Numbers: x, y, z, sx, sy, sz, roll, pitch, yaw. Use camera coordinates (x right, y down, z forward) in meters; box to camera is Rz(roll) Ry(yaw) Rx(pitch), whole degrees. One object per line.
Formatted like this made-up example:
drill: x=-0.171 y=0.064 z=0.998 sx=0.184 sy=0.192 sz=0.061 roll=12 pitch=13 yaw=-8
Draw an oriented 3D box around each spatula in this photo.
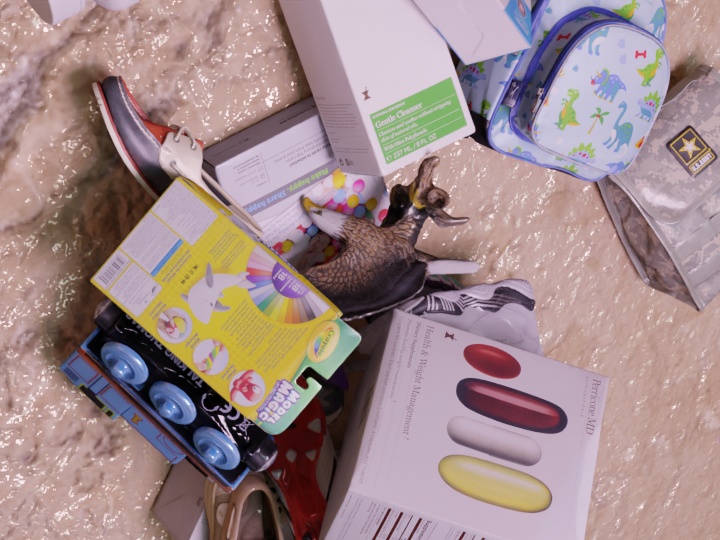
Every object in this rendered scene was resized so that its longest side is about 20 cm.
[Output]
spatula: x=0.016 y=0.095 z=1.647 sx=0.200 sy=0.057 sz=0.021 roll=11 pitch=139 yaw=-42

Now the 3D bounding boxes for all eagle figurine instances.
eagle figurine: x=-0.006 y=-0.004 z=1.489 sx=0.200 sy=0.151 sz=0.152 roll=-51 pitch=144 yaw=-16

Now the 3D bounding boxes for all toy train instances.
toy train: x=-0.160 y=0.106 z=1.444 sx=0.200 sy=0.114 sz=0.087 roll=44 pitch=54 yaw=-7

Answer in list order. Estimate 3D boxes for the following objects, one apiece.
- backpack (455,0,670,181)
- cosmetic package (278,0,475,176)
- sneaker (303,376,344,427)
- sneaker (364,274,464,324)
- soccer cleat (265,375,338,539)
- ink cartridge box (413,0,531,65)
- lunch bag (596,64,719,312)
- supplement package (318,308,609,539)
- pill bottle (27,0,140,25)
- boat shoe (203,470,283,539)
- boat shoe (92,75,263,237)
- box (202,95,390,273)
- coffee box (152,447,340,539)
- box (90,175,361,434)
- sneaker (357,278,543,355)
backpack: x=0.200 y=-0.193 z=1.571 sx=0.183 sy=0.147 sz=0.200 roll=15 pitch=100 yaw=-39
cosmetic package: x=0.008 y=-0.194 z=1.453 sx=0.108 sy=0.085 sz=0.200 roll=-28 pitch=109 yaw=-23
sneaker: x=-0.096 y=0.102 z=1.557 sx=0.200 sy=0.078 sz=0.086 roll=4 pitch=105 yaw=-34
sneaker: x=0.094 y=0.058 z=1.630 sx=0.200 sy=0.088 sz=0.074 roll=8 pitch=130 yaw=-43
soccer cleat: x=-0.050 y=0.184 z=1.533 sx=0.069 sy=0.085 sz=0.200 roll=-18 pitch=94 yaw=1
ink cartridge box: x=0.096 y=-0.295 z=1.458 sx=0.116 sy=0.067 sz=0.200 roll=43 pitch=41 yaw=-49
lunch bag: x=0.343 y=-0.090 z=1.732 sx=0.164 sy=0.118 sz=0.200 roll=-41 pitch=121 yaw=-11
supplement package: x=0.087 y=0.171 z=1.444 sx=0.200 sy=0.191 sz=0.147 roll=18 pitch=143 yaw=-4
pill bottle: x=-0.175 y=-0.273 z=1.311 sx=0.200 sy=0.112 sz=0.112 roll=-33 pitch=125 yaw=-17
boat shoe: x=-0.102 y=0.266 z=1.531 sx=0.071 sy=0.065 sz=0.200 roll=-20 pitch=121 yaw=-23
boat shoe: x=-0.156 y=-0.088 z=1.417 sx=0.063 sy=0.071 sz=0.200 roll=-28 pitch=117 yaw=8
box: x=-0.049 y=-0.050 z=1.541 sx=0.156 sy=0.041 sz=0.200 roll=-28 pitch=125 yaw=-20
coffee box: x=-0.082 y=0.220 z=1.614 sx=0.200 sy=0.080 sz=0.113 roll=21 pitch=99 yaw=-37
box: x=-0.106 y=0.030 z=1.367 sx=0.200 sy=0.048 sz=0.117 roll=42 pitch=94 yaw=5
sneaker: x=0.094 y=0.078 z=1.549 sx=0.200 sy=0.075 sz=0.115 roll=-12 pitch=76 yaw=-34
